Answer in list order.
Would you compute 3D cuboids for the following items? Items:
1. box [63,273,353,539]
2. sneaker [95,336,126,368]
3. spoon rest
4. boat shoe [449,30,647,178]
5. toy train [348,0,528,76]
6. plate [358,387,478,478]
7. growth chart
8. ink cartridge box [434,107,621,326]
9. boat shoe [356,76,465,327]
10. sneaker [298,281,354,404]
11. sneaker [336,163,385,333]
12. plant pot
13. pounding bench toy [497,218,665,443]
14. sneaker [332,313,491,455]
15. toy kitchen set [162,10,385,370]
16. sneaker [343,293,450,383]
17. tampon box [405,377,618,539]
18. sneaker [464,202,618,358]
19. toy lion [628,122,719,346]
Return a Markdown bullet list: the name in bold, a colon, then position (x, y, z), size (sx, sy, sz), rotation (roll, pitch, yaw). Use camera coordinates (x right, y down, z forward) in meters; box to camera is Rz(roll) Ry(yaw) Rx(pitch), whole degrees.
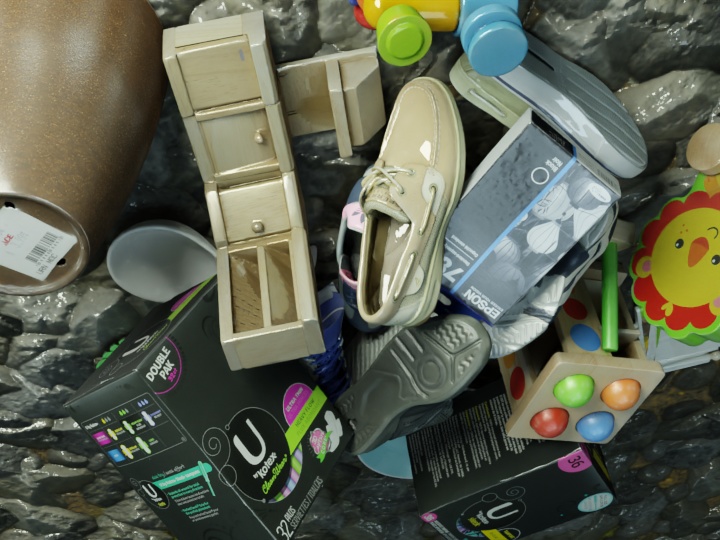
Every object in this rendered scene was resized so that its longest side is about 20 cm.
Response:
- **box**: position (-0.130, 0.133, 0.817), size (0.123, 0.149, 0.201), rotation (-25, 108, 39)
- **sneaker**: position (-0.196, 0.107, 0.945), size (0.197, 0.086, 0.078), rotation (-23, 136, 15)
- **spoon rest**: position (-0.136, -0.001, 0.858), size (0.196, 0.061, 0.100), rotation (5, 136, -17)
- **boat shoe**: position (0.161, -0.136, 0.772), size (0.198, 0.073, 0.062), rotation (32, 138, -24)
- **toy train**: position (0.017, -0.188, 0.641), size (0.195, 0.117, 0.086), rotation (-1, 138, -10)
- **plate**: position (0.088, 0.197, 1.142), size (0.195, 0.026, 0.202), rotation (-6, 137, -5)
- **growth chart**: position (0.370, 0.058, 1.050), size (0.141, 0.018, 0.202), rotation (-7, 138, -3)
- **ink cartridge box**: position (0.113, -0.027, 0.769), size (0.099, 0.039, 0.201), rotation (35, 119, -9)
- **boat shoe**: position (0.034, -0.056, 0.737), size (0.071, 0.205, 0.064), rotation (10, -176, 40)
- **sneaker**: position (-0.035, 0.100, 0.913), size (0.080, 0.116, 0.200), rotation (-34, 167, -26)
- **sneaker**: position (0.000, 0.000, 0.856), size (0.069, 0.083, 0.203), rotation (19, 136, 15)
- **plant pot**: position (-0.226, -0.089, 0.639), size (0.182, 0.203, 0.189), rotation (-6, 138, -5)
- **pounding bench toy**: position (0.226, 0.063, 0.924), size (0.122, 0.158, 0.202), rotation (6, 136, -17)
- **sneaker**: position (0.064, 0.097, 0.860), size (0.113, 0.077, 0.200), rotation (-15, 154, -48)
- **toy kitchen set**: position (-0.049, -0.069, 0.711), size (0.159, 0.183, 0.202), rotation (-11, 138, 0)
- **sneaker**: position (0.057, 0.073, 0.971), size (0.103, 0.076, 0.201), rotation (10, 129, -42)
- **tampon box**: position (0.174, 0.223, 1.072), size (0.197, 0.128, 0.150), rotation (-26, 136, 17)
- **sneaker**: position (0.175, -0.010, 0.854), size (0.129, 0.079, 0.202), rotation (-20, 140, -59)
- **toy lion**: position (0.333, -0.022, 0.810), size (0.068, 0.199, 0.195), rotation (21, 93, -32)
